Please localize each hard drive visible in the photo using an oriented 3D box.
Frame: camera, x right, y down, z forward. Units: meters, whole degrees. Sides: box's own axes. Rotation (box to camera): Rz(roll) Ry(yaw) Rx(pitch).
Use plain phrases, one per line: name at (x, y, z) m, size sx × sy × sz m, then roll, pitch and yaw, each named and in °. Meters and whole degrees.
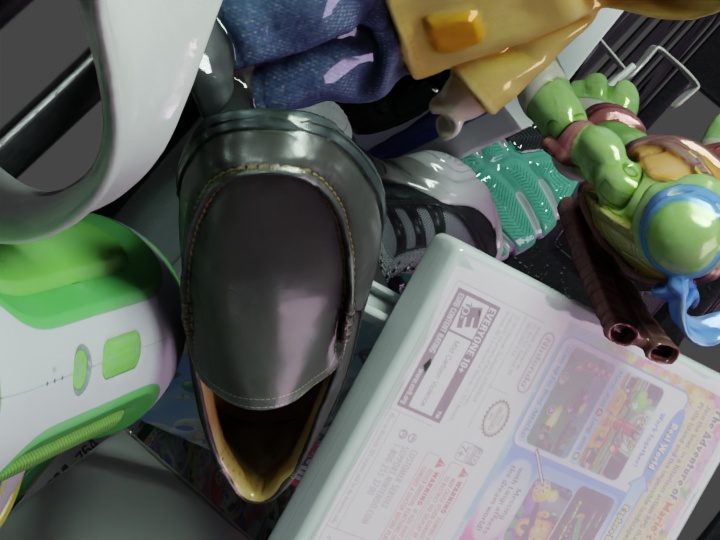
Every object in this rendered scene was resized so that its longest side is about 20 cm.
hard drive at (0.041, -0.086, 1.020) m, size 0.200 × 0.025 × 0.132 m, roll -23°, pitch -158°, yaw 50°

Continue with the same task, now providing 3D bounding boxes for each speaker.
speaker at (-0.121, 0.026, 0.658) m, size 0.089 × 0.088 × 0.200 m, roll -51°, pitch 173°, yaw 12°

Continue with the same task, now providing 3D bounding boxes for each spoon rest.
spoon rest at (-0.065, -0.078, 0.569) m, size 0.200 × 0.061 × 0.099 m, roll -53°, pitch 173°, yaw 35°

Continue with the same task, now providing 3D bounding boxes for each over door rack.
over door rack at (0.071, -0.085, 1.149) m, size 0.200 × 0.067 × 0.148 m, roll -30°, pitch -166°, yaw -3°

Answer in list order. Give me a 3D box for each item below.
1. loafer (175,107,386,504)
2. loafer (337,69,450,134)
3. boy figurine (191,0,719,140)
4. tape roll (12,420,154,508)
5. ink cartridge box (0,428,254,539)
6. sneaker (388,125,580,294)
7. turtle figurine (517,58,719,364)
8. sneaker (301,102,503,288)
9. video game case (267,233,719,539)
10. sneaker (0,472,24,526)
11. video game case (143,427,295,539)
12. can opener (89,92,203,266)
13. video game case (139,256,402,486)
loafer at (-0.028, 0.015, 0.705) m, size 0.200 × 0.073 × 0.073 m, roll 87°, pitch 5°, yaw -62°
loafer at (0.057, -0.144, 0.952) m, size 0.201 × 0.068 × 0.070 m, roll -49°, pitch 180°, yaw 17°
boy figurine at (0.037, -0.092, 0.702) m, size 0.199 × 0.065 × 0.125 m, roll -15°, pitch 142°, yaw -2°
tape roll at (-0.154, 0.085, 0.955) m, size 0.201 × 0.048 × 0.200 m, roll -49°, pitch 173°, yaw -7°
ink cartridge box at (-0.134, 0.208, 0.931) m, size 0.200 × 0.146 × 0.147 m, roll -54°, pitch 172°, yaw 30°
sneaker at (0.026, -0.021, 1.050) m, size 0.200 × 0.075 × 0.087 m, roll -35°, pitch -170°, yaw -25°
turtle figurine at (0.137, -0.074, 0.835) m, size 0.143 × 0.201 × 0.194 m, roll -15°, pitch -176°, yaw 4°
sneaker at (0.000, 0.000, 0.908) m, size 0.075 × 0.114 × 0.200 m, roll -19°, pitch 154°, yaw 31°
video game case at (0.052, 0.106, 0.837) m, size 0.024 × 0.182 × 0.200 m, roll 35°, pitch -83°, yaw 54°
sneaker at (-0.180, 0.139, 0.785) m, size 0.076 × 0.105 × 0.200 m, roll 16°, pitch 124°, yaw -40°
video game case at (-0.073, 0.100, 1.025) m, size 0.018 × 0.200 × 0.143 m, roll 4°, pitch 136°, yaw -36°
can opener at (-0.065, -0.064, 0.765) m, size 0.200 × 0.053 × 0.067 m, roll -49°, pitch 139°, yaw 5°
video game case at (-0.017, 0.049, 0.855) m, size 0.143 × 0.200 × 0.018 m, roll -27°, pitch -132°, yaw 40°
